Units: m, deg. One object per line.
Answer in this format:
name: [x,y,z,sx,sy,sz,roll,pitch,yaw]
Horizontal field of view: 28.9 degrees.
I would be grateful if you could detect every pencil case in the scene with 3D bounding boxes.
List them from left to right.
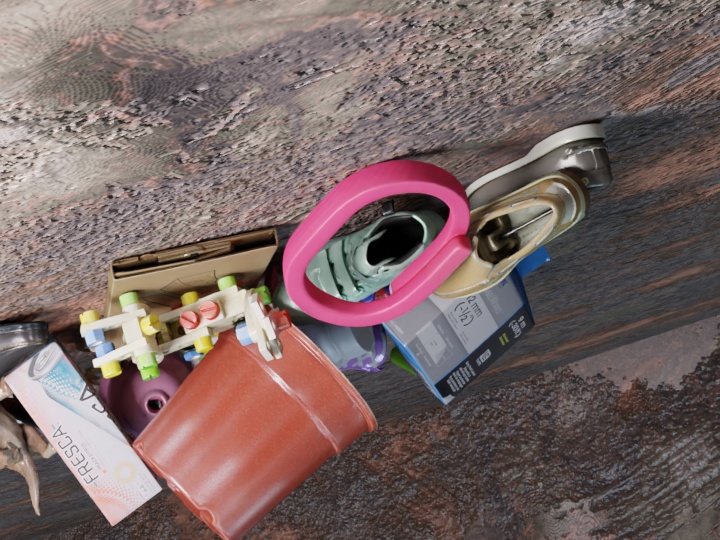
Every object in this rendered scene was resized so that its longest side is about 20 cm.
pencil case: [-0.058,0.105,1.833,0.198,0.086,0.084,-9,168,-36]

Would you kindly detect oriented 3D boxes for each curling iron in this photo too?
curling iron: [-0.392,0.167,1.586,0.198,0.050,0.025,8,171,34]

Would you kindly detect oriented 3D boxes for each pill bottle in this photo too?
pill bottle: [-0.090,0.088,1.640,0.198,0.112,0.111,-20,168,19]

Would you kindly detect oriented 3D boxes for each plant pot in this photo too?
plant pot: [-0.120,0.164,1.455,0.195,0.201,0.201,-45,174,-13]

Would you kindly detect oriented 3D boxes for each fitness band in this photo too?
fitness band: [0.015,-0.023,1.275,0.143,0.038,0.200,22,131,-28]

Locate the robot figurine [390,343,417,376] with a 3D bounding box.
robot figurine: [0.113,0.064,1.793,0.175,0.116,0.200,-44,-177,-30]

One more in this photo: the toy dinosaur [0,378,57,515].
toy dinosaur: [-0.407,0.176,1.532,0.135,0.201,0.086,-24,-164,45]

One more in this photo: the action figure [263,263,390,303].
action figure: [0.000,0.000,1.508,0.198,0.100,0.065,10,166,-11]

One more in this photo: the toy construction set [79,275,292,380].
toy construction set: [-0.158,0.051,1.343,0.198,0.093,0.131,-7,169,10]

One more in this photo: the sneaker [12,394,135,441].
sneaker: [-0.316,0.175,1.583,0.067,0.202,0.108,-34,171,-31]

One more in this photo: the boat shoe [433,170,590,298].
boat shoe: [0.121,-0.026,1.301,0.200,0.072,0.076,-40,177,40]

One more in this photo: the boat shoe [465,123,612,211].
boat shoe: [0.167,-0.076,1.351,0.072,0.061,0.201,-7,165,-35]

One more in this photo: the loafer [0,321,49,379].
loafer: [-0.384,0.104,1.410,0.199,0.073,0.073,-24,165,32]

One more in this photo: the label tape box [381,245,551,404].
label tape box: [0.126,0.030,1.482,0.200,0.066,0.144,-40,142,-4]

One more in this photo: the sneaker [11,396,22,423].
sneaker: [-0.468,0.198,1.721,0.197,0.080,0.130,-17,170,3]

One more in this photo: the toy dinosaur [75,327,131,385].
toy dinosaur: [-0.265,0.073,1.521,0.101,0.058,0.200,-38,168,24]

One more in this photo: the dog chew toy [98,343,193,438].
dog chew toy: [-0.242,0.149,1.628,0.123,0.126,0.200,-14,-178,-11]

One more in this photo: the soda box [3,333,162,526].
soda box: [-0.294,0.168,1.482,0.068,0.201,0.064,-36,-166,-8]

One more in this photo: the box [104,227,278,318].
box: [-0.171,0.010,1.387,0.162,0.021,0.200,-13,167,-15]

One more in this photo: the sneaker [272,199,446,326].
sneaker: [-0.013,-0.008,1.387,0.199,0.074,0.118,-29,173,10]
